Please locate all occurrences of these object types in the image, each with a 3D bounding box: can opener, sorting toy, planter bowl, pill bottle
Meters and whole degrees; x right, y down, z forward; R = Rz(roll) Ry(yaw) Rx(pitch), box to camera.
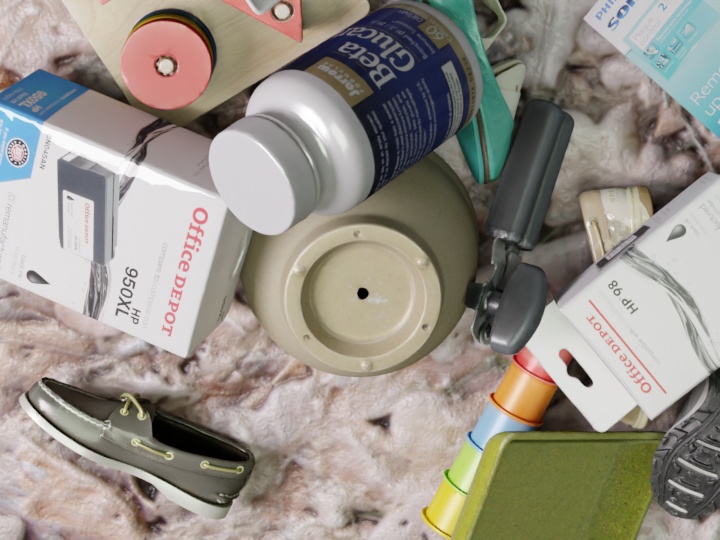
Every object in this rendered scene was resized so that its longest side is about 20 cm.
[{"bbox_3d":[0.130,-0.032,1.263,0.066,0.053,0.200,13,85,27],"label":"can opener"},{"bbox_3d":[-0.125,-0.224,1.214,0.200,0.070,0.199,-30,107,8],"label":"sorting toy"},{"bbox_3d":[0.000,0.000,1.261,0.200,0.135,0.200,-1,108,-2],"label":"planter bowl"},{"bbox_3d":[-0.012,-0.108,1.167,0.200,0.111,0.111,-38,113,-36],"label":"pill bottle"}]

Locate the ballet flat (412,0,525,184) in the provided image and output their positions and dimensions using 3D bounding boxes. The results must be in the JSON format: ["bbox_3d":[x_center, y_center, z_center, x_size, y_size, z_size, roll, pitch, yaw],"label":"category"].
[{"bbox_3d":[0.089,-0.164,1.247,0.070,0.067,0.200,-26,111,-8],"label":"ballet flat"}]

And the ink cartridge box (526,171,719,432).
[{"bbox_3d":[0.231,0.031,1.246,0.200,0.067,0.116,-40,94,7],"label":"ink cartridge box"}]

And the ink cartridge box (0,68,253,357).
[{"bbox_3d":[-0.188,-0.044,1.227,0.200,0.084,0.145,22,119,8],"label":"ink cartridge box"}]

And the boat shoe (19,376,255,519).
[{"bbox_3d":[-0.182,0.135,1.336,0.202,0.072,0.060,30,104,-18],"label":"boat shoe"}]

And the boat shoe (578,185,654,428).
[{"bbox_3d":[0.207,0.031,1.315,0.065,0.072,0.200,-3,103,3],"label":"boat shoe"}]

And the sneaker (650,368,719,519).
[{"bbox_3d":[0.302,0.115,1.337,0.074,0.079,0.200,24,104,16],"label":"sneaker"}]

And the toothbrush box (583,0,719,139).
[{"bbox_3d":[0.284,-0.175,1.174,0.085,0.200,0.146,25,111,-46],"label":"toothbrush box"}]

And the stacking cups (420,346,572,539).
[{"bbox_3d":[0.116,0.132,1.354,0.060,0.061,0.200,22,104,-9],"label":"stacking cups"}]

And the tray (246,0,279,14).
[{"bbox_3d":[-0.046,-0.275,1.166,0.200,0.022,0.107,-46,108,-33],"label":"tray"}]

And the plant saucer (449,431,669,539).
[{"bbox_3d":[0.149,0.211,1.350,0.200,0.048,0.200,5,113,-38],"label":"plant saucer"}]
